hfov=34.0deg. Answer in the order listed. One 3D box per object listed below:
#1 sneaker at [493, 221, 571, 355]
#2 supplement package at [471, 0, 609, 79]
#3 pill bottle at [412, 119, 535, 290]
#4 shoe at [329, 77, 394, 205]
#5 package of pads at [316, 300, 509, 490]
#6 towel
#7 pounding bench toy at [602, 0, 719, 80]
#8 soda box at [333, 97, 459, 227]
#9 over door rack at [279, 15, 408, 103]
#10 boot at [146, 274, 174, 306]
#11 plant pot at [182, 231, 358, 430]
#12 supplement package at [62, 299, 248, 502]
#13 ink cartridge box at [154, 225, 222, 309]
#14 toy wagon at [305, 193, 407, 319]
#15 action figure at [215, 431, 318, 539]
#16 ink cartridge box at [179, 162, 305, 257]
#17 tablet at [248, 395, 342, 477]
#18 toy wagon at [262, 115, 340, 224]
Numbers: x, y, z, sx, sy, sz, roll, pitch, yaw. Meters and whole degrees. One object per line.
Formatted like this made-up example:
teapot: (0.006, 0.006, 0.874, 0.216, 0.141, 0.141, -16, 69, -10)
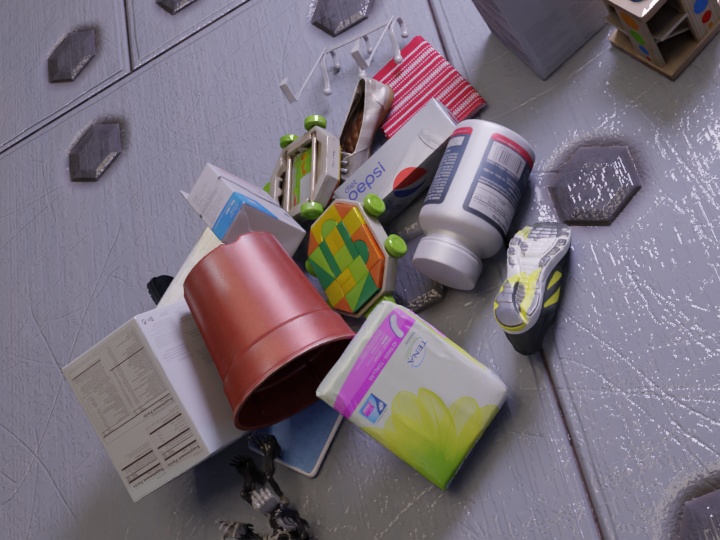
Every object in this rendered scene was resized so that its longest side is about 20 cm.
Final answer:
sneaker: (0.217, 0.020, 1.485, 0.073, 0.085, 0.201, 7, 46, 28)
supplement package: (0.235, -0.408, 1.633, 0.151, 0.200, 0.151, -41, 49, 5)
pill bottle: (0.145, -0.084, 1.559, 0.118, 0.120, 0.202, 12, 71, 37)
shoe: (-0.013, -0.191, 1.751, 0.069, 0.053, 0.203, 19, 88, 43)
package of pads: (0.067, 0.148, 1.450, 0.199, 0.068, 0.155, 36, 86, 2)
towel: (0.085, -0.255, 1.761, 0.144, 0.022, 0.201, -42, 50, 6)
pounding bench toy: (0.409, -0.390, 1.538, 0.200, 0.156, 0.124, -47, 49, 0)
soda box: (0.061, -0.145, 1.665, 0.200, 0.063, 0.069, -42, 61, 14)
over door rack: (-0.018, -0.309, 1.779, 0.146, 0.067, 0.200, -20, 17, 30)
boot: (-0.211, 0.028, 1.752, 0.168, 0.076, 0.200, -47, 56, 5)
plant pot: (-0.126, 0.069, 1.541, 0.200, 0.201, 0.196, -38, 69, 9)
supplement package: (-0.263, 0.170, 1.585, 0.150, 0.151, 0.202, -33, 85, 25)
ink cartridge box: (-0.177, 0.055, 1.670, 0.199, 0.050, 0.163, 34, 94, 12)
toy wagon: (0.000, 0.000, 1.617, 0.155, 0.039, 0.202, -45, 61, 35)
action figure: (-0.126, 0.318, 1.515, 0.119, 0.101, 0.202, -41, 48, 26)
ink cartridge box: (-0.174, -0.086, 1.695, 0.067, 0.115, 0.200, -58, 35, 9)
tablet: (-0.067, 0.173, 1.619, 0.129, 0.014, 0.202, 16, 75, 38)
toy wagon: (-0.099, -0.132, 1.763, 0.199, 0.039, 0.158, -29, 52, 48)
